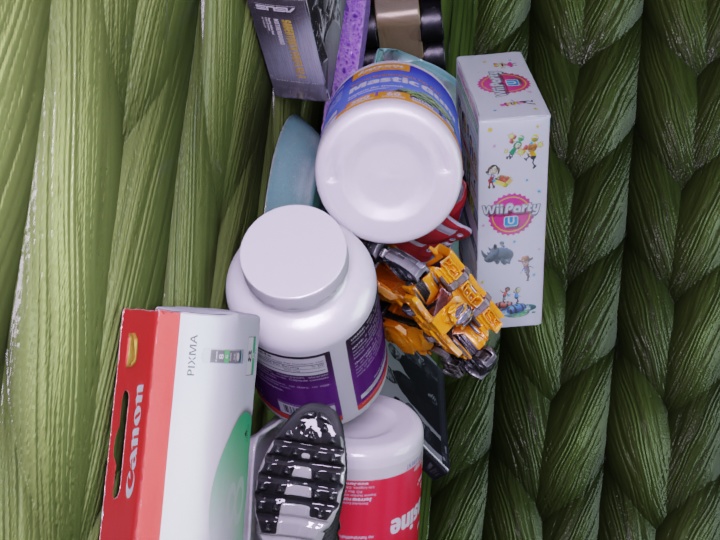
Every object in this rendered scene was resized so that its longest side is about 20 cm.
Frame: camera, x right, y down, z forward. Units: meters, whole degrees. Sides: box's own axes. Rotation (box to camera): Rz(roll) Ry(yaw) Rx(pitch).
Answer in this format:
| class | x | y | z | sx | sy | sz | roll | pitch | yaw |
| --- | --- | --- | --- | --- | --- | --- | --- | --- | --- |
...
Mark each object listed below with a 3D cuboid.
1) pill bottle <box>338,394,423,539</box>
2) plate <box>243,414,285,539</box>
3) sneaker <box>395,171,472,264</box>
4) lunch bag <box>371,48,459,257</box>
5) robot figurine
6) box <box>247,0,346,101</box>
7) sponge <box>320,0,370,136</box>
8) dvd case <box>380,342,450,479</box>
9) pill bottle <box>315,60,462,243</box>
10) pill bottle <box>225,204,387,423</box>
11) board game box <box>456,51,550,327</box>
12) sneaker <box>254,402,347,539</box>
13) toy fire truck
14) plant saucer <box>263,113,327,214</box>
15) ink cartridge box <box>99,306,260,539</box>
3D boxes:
| class | x | y | z | sx | sy | sz | roll | pitch | yaw |
| --- | --- | --- | --- | --- | --- | --- | --- | --- | --- |
| pill bottle | -0.005 | 0.215 | 1.245 | 0.112 | 0.112 | 0.201 | -67 | 161 | -66 |
| plate | -0.084 | 0.215 | 1.195 | 0.200 | 0.032 | 0.201 | -28 | 123 | -81 |
| sneaker | 0.068 | -0.030 | 1.320 | 0.200 | 0.112 | 0.072 | 37 | 39 | -53 |
| lunch bag | 0.049 | -0.109 | 1.473 | 0.200 | 0.122 | 0.171 | 48 | -44 | 40 |
| robot figurine | 0.042 | 0.019 | 1.174 | 0.058 | 0.145 | 0.200 | -45 | -159 | -15 |
| box | -0.041 | -0.258 | 1.150 | 0.159 | 0.048 | 0.201 | 75 | 22 | -67 |
| sponge | -0.015 | -0.186 | 1.416 | 0.112 | 0.030 | 0.201 | 93 | 3 | -70 |
| dvd case | 0.018 | 0.089 | 1.409 | 0.200 | 0.025 | 0.151 | 46 | 25 | -27 |
| pill bottle | 0.024 | -0.104 | 1.165 | 0.200 | 0.112 | 0.113 | -84 | 177 | -69 |
| pill bottle | -0.040 | 0.034 | 1.112 | 0.200 | 0.112 | 0.113 | 82 | 16 | -60 |
| board game box | 0.123 | -0.072 | 1.295 | 0.148 | 0.064 | 0.201 | -98 | -175 | -60 |
| sneaker | -0.046 | 0.190 | 1.128 | 0.091 | 0.066 | 0.201 | -63 | 160 | -76 |
| toy fire truck | 0.057 | -0.310 | 1.627 | 0.176 | 0.128 | 0.201 | 76 | 8 | -65 |
| plant saucer | -0.049 | -0.035 | 1.282 | 0.200 | 0.036 | 0.201 | 5 | 90 | -83 |
| ink cartridge box | -0.107 | 0.104 | 0.909 | 0.200 | 0.050 | 0.162 | 22 | 73 | -84 |
